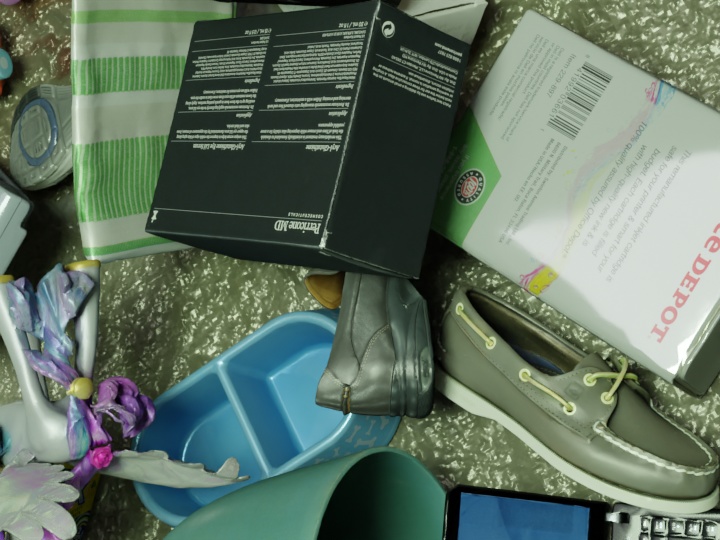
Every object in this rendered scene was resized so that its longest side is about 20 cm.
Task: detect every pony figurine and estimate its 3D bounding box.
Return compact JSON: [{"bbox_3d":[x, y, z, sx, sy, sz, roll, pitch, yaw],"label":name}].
[{"bbox_3d":[-0.184,0.100,0.955,0.192,0.165,0.203,-16,81,51],"label":"pony figurine"}]

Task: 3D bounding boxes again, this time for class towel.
[{"bbox_3d":[-0.127,-0.111,1.006,0.023,0.152,0.203,11,104,35],"label":"towel"}]

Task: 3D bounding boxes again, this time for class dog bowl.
[{"bbox_3d":[-0.067,0.100,1.020,0.199,0.049,0.112,-34,68,15],"label":"dog bowl"}]

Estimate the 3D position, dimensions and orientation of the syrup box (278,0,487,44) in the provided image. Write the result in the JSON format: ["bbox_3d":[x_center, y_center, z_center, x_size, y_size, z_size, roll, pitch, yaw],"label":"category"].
[{"bbox_3d":[-0.013,-0.206,1.028,0.201,0.078,0.082,54,142,23],"label":"syrup box"}]

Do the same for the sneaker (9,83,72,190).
[{"bbox_3d":[-0.177,-0.105,1.101,0.199,0.087,0.075,-26,64,38],"label":"sneaker"}]

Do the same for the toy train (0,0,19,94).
[{"bbox_3d":[-0.232,-0.195,1.158,0.198,0.055,0.152,-15,74,24],"label":"toy train"}]

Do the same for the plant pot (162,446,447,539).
[{"bbox_3d":[-0.041,0.213,0.910,0.159,0.200,0.203,-11,74,30],"label":"plant pot"}]

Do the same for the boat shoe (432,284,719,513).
[{"bbox_3d":[0.125,0.074,0.916,0.201,0.072,0.061,29,117,33],"label":"boat shoe"}]

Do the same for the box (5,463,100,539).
[{"bbox_3d":[-0.282,0.132,1.098,0.198,0.070,0.065,15,88,26],"label":"box"}]

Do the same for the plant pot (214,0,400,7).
[{"bbox_3d":[-0.053,-0.249,0.900,0.197,0.200,0.180,7,94,25],"label":"plant pot"}]

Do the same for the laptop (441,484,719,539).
[{"bbox_3d":[0.150,0.217,0.868,0.198,0.103,0.180,1,80,24],"label":"laptop"}]

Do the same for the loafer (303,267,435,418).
[{"bbox_3d":[0.000,0.000,0.971,0.071,0.073,0.202,-4,50,-4],"label":"loafer"}]

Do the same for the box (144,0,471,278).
[{"bbox_3d":[-0.037,-0.077,0.941,0.199,0.078,0.143,7,80,53],"label":"box"}]

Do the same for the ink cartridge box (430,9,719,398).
[{"bbox_3d":[0.153,-0.040,0.931,0.199,0.087,0.146,34,94,28],"label":"ink cartridge box"}]

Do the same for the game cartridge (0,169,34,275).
[{"bbox_3d":[-0.296,-0.020,1.104,0.134,0.040,0.200,-63,31,4],"label":"game cartridge"}]
